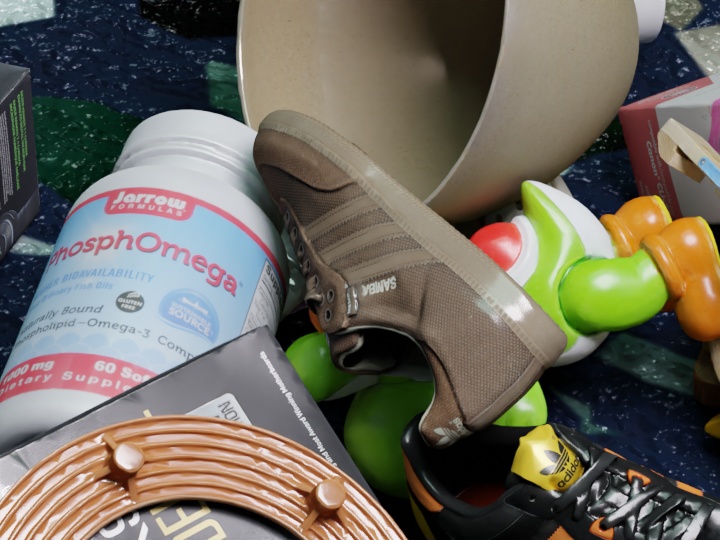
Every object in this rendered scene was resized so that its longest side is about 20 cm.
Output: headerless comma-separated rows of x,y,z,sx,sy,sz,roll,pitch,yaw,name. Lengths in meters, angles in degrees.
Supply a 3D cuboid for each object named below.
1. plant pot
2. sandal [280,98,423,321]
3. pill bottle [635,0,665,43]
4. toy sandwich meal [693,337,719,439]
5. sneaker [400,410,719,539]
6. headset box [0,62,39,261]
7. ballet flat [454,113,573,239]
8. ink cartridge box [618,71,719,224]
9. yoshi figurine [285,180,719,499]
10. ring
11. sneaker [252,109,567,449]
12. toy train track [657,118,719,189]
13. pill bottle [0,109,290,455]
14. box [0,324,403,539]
0.053,-0.112,1.288,0.134,0.200,0.200,3,30,-39,plant pot
-0.046,-0.008,1.334,0.203,0.050,0.082,-35,64,-22,sandal
0.059,-0.156,1.475,0.200,0.113,0.113,-7,38,-10,pill bottle
0.245,0.049,1.255,0.205,0.070,0.205,1,41,-1,toy sandwich meal
0.098,0.106,1.114,0.200,0.090,0.070,9,52,39,sneaker
-0.271,-0.036,1.326,0.174,0.093,0.200,12,38,15,headset box
0.074,-0.038,1.363,0.069,0.063,0.200,-10,39,-14,ballet flat
0.231,-0.067,1.328,0.116,0.068,0.200,-19,10,-24,ink cartridge box
0.066,0.042,1.232,0.200,0.112,0.112,-18,58,-11,yoshi figurine
-0.055,0.145,1.017,0.200,0.019,0.201,9,63,-18,ring
0.000,0.000,1.163,0.076,0.070,0.200,-47,47,-4,sneaker
0.182,-0.008,1.230,0.115,0.033,0.200,28,17,-34,toy train track
-0.093,0.025,1.212,0.109,0.109,0.200,8,49,9,pill bottle
-0.053,0.141,1.060,0.158,0.050,0.200,-26,77,-31,box
